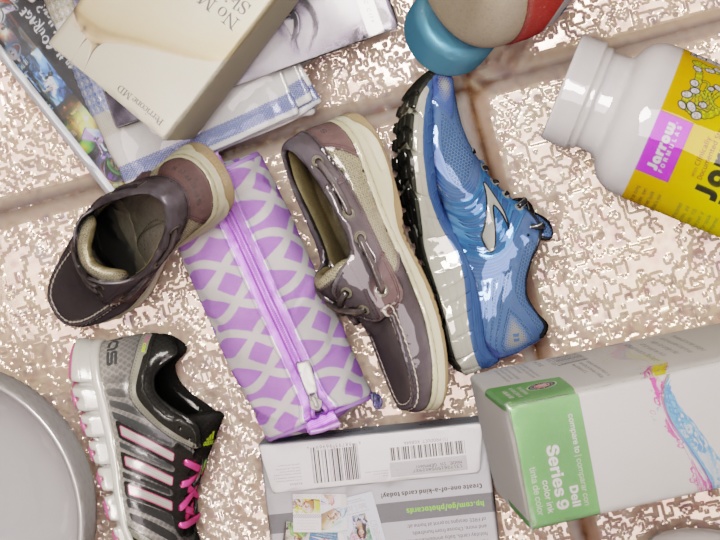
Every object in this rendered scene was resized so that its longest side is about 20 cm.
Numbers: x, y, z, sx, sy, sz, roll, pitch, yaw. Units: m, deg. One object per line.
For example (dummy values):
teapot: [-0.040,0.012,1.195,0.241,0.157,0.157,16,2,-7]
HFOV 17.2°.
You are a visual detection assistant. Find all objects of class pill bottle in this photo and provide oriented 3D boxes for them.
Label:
pill bottle: [0.222,-0.081,1.533,0.200,0.104,0.104,22,97,3]

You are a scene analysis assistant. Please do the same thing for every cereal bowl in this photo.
cereal bowl: [-0.267,0.156,1.605,0.199,0.083,0.201,2,97,13]

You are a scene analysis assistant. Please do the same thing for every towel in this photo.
towel: [-0.129,-0.169,1.578,0.147,0.024,0.200,-24,91,9]

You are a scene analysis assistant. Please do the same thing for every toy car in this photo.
toy car: [0.124,-0.245,1.514,0.200,0.184,0.177,-20,78,-24]

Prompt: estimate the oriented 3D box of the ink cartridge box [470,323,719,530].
ink cartridge box: [0.184,0.094,1.514,0.199,0.145,0.088,-13,95,-5]

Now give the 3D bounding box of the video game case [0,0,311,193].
video game case: [-0.153,-0.173,1.602,0.182,0.023,0.200,-38,91,7]

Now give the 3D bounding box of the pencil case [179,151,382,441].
pencil case: [-0.065,0.019,1.579,0.084,0.085,0.200,-26,91,5]

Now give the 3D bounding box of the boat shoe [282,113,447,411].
boat shoe: [0.000,0.000,1.540,0.065,0.072,0.201,-17,91,-24]

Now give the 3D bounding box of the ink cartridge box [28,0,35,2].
ink cartridge box: [-0.191,-0.277,1.513,0.095,0.037,0.200,36,112,-8]

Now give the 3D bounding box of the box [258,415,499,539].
box: [0.020,0.206,1.610,0.155,0.041,0.201,-7,93,6]

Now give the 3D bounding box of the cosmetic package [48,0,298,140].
cosmetic package: [-0.093,-0.191,1.505,0.103,0.073,0.200,38,100,6]

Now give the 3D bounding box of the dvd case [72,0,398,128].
dvd case: [-0.092,-0.195,1.551,0.200,0.016,0.149,-19,91,9]

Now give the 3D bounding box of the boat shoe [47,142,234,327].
boat shoe: [-0.158,-0.017,1.549,0.200,0.065,0.072,-35,82,45]

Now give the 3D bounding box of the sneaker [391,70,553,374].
sneaker: [0.076,-0.037,1.575,0.089,0.079,0.201,-15,96,-8]

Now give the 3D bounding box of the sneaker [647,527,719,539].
sneaker: [0.274,0.233,1.569,0.200,0.080,0.071,28,99,4]

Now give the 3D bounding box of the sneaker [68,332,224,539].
sneaker: [-0.128,0.130,1.600,0.087,0.074,0.200,-19,88,13]
